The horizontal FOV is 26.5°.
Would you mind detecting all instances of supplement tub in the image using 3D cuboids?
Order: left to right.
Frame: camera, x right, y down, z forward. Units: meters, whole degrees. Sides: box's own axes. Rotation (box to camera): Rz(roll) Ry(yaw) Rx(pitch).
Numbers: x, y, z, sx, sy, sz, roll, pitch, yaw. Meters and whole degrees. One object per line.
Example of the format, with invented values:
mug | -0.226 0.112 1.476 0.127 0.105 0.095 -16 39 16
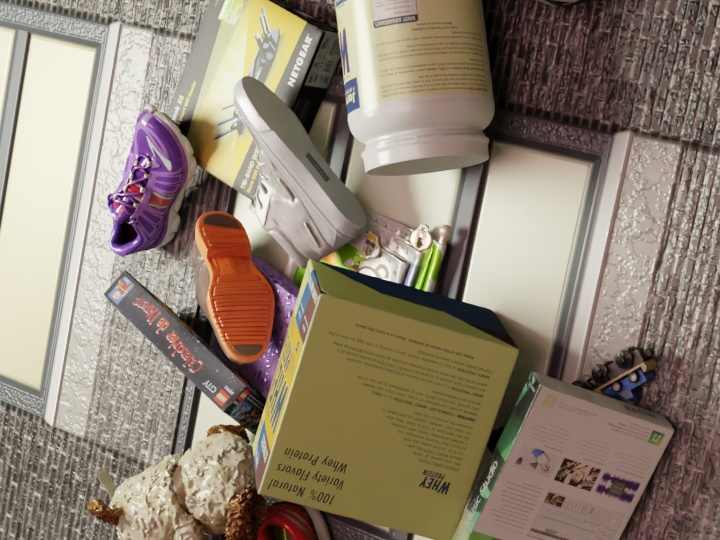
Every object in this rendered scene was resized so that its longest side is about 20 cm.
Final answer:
supplement tub | 0.054 -0.200 1.487 0.144 0.145 0.202 -9 86 33

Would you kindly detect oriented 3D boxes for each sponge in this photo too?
sponge | -0.090 0.070 1.611 0.200 0.030 0.112 36 110 53

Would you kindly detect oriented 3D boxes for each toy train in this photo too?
toy train | 0.203 0.132 1.460 0.200 0.034 0.046 -36 75 29

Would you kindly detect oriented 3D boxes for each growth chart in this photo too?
growth chart | 0.000 0.000 1.603 0.199 0.018 0.146 18 101 33

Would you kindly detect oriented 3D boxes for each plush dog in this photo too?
plush dog | -0.177 0.239 1.623 0.171 0.160 0.201 -34 43 13

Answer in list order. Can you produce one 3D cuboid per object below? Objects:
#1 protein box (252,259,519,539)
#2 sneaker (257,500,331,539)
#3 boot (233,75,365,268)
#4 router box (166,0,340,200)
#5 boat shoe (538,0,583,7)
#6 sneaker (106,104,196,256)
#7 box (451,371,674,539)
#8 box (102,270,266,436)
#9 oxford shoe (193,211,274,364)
protein box | 0.019 0.123 1.468 0.197 0.135 0.201 16 102 -10
sneaker | -0.056 0.337 1.605 0.077 0.085 0.201 -41 69 28
boot | -0.088 -0.096 1.582 0.095 0.074 0.200 -37 89 26
router box | -0.119 -0.197 1.657 0.157 0.052 0.201 32 108 29
boat shoe | 0.130 -0.298 1.412 0.074 0.199 0.060 -65 17 1
sneaker | -0.237 -0.089 1.682 0.080 0.083 0.201 37 136 24
box | 0.184 0.206 1.420 0.036 0.143 0.201 -117 48 -68
box | -0.177 0.094 1.648 0.200 0.137 0.038 41 85 24
oxford shoe | -0.137 0.031 1.619 0.201 0.071 0.073 -105 26 -42
